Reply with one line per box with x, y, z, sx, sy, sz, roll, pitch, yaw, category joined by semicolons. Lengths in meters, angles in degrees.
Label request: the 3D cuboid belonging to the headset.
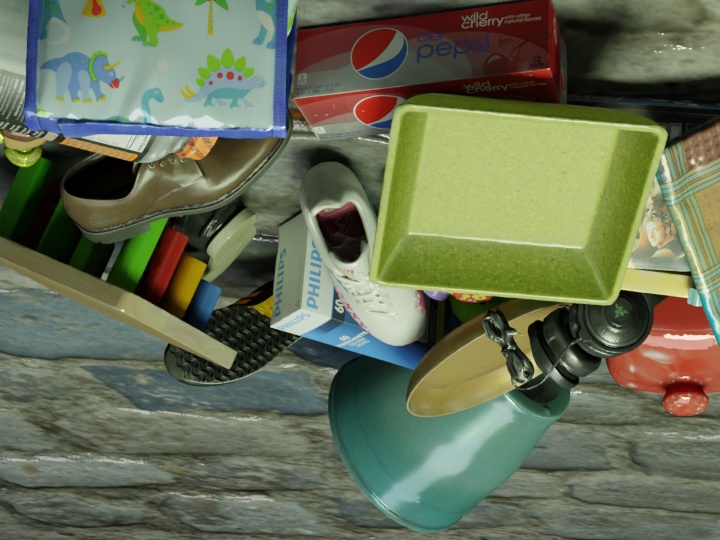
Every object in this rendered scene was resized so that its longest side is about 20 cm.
0.183;0.041;1.566;0.200;0.094;0.123;-29;173;-44;headset

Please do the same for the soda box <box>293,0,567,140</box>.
0.053;-0.150;1.394;0.199;0.064;0.070;-5;153;15;soda box

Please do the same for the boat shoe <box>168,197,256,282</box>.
-0.137;-0.034;1.674;0.063;0.074;0.201;43;165;5;boat shoe

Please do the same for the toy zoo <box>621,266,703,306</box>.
0.267;-0.013;1.563;0.130;0.021;0.200;4;-162;-1;toy zoo

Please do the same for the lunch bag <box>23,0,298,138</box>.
-0.124;-0.176;1.194;0.169;0.201;0.128;2;155;1;lunch bag

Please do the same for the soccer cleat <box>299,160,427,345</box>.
0.000;0.000;1.605;0.069;0.087;0.201;-23;119;11;soccer cleat

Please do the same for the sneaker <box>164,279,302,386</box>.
-0.107;0.060;1.767;0.199;0.070;0.090;-29;180;-28;sneaker

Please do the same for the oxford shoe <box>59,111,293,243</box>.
-0.148;-0.088;1.485;0.199;0.073;0.084;-26;152;2;oxford shoe

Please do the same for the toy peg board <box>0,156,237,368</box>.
-0.215;-0.014;1.625;0.199;0.098;0.199;22;173;28;toy peg board

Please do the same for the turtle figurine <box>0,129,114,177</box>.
-0.258;-0.125;1.481;0.199;0.065;0.161;-1;156;-15;turtle figurine

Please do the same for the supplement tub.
-0.199;-0.150;1.351;0.199;0.123;0.122;13;153;-23;supplement tub

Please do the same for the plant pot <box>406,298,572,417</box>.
0.126;0.070;1.672;0.199;0.028;0.200;-24;158;-10;plant pot

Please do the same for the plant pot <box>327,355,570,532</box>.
0.102;0.134;1.865;0.199;0.201;0.188;23;135;-37;plant pot

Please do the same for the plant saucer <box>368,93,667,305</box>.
0.113;-0.062;1.401;0.198;0.048;0.200;4;139;-3;plant saucer

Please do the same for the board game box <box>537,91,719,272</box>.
0.243;-0.069;1.479;0.198;0.136;0.035;3;-163;-1;board game box

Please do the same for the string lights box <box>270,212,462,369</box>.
0.017;0.024;1.726;0.199;0.103;0.059;18;153;-30;string lights box

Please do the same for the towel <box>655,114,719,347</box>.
0.321;-0.036;1.455;0.146;0.022;0.201;-27;112;-6;towel

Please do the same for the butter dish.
0.300;0.063;1.727;0.198;0.149;0.200;0;156;6;butter dish

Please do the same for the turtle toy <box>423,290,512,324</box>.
0.104;-0.015;1.632;0.145;0.102;0.200;-2;157;12;turtle toy
